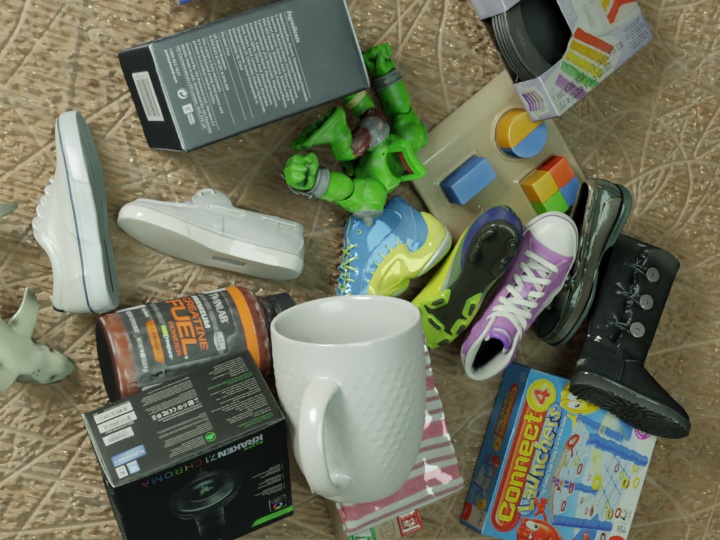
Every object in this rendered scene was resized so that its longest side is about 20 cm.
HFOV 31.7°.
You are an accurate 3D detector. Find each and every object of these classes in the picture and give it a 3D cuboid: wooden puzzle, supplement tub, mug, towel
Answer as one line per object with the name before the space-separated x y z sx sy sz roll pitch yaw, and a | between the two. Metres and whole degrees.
wooden puzzle | 0.166 -0.098 1.431 0.185 0.046 0.200 -40 108 -13
supplement tub | -0.160 0.075 1.286 0.199 0.107 0.107 -12 100 -21
mug | -0.015 0.137 1.218 0.147 0.200 0.176 1 107 17
towel | 0.025 0.170 1.348 0.146 0.030 0.201 -19 103 -18

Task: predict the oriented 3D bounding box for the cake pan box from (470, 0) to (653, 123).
cake pan box | 0.218 -0.288 1.406 0.200 0.052 0.185 -38 106 -30

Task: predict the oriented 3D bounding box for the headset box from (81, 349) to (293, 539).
headset box | -0.165 0.197 1.255 0.174 0.093 0.200 -20 144 -17

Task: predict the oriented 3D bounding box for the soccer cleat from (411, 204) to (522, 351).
soccer cleat | 0.110 0.011 1.388 0.065 0.084 0.200 34 118 -8

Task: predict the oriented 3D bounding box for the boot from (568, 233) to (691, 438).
boot | 0.335 0.075 1.479 0.165 0.066 0.200 29 63 -20

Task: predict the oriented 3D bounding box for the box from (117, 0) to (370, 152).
box | -0.117 -0.198 1.251 0.200 0.148 0.107 -22 104 -18

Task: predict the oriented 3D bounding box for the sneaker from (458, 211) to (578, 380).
sneaker | 0.175 0.035 1.375 0.073 0.114 0.201 28 108 -2

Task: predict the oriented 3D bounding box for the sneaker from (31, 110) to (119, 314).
sneaker | -0.287 -0.054 1.241 0.071 0.073 0.201 -8 89 2

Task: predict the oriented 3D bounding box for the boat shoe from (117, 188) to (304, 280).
boat shoe | -0.148 -0.047 1.303 0.199 0.072 0.069 14 69 -16

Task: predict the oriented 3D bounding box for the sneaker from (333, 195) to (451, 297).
sneaker | 0.000 0.000 1.372 0.200 0.076 0.105 -44 91 -12

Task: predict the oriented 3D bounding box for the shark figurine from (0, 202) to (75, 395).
shark figurine | -0.369 0.038 1.218 0.128 0.089 0.215 -45 123 -48

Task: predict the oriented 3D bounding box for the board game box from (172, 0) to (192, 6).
board game box | -0.128 -0.377 1.224 0.200 0.097 0.160 -27 132 -18

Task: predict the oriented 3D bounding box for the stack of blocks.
stack of blocks | -0.015 0.204 1.384 0.115 0.059 0.201 -18 102 -19

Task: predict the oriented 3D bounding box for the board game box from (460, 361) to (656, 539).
board game box | 0.239 0.227 1.490 0.195 0.056 0.201 17 89 -23

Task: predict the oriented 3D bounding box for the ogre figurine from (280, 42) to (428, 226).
ogre figurine | 0.004 -0.133 1.330 0.120 0.098 0.200 48 37 -23

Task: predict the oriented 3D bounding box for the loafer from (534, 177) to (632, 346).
loafer | 0.238 -0.013 1.445 0.063 0.072 0.200 18 100 -32
